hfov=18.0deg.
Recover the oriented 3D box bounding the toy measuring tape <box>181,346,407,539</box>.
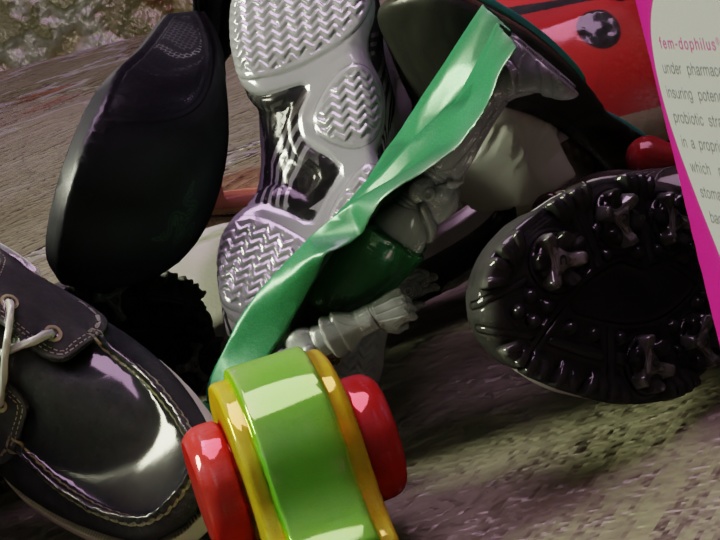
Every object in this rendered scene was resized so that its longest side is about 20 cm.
[{"bbox_3d":[-0.014,0.065,0.690,0.073,0.074,0.200,-18,11,-9],"label":"toy measuring tape"}]

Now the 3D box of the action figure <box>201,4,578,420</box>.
[{"bbox_3d":[0.000,0.000,0.815,0.200,0.055,0.118,-50,0,10],"label":"action figure"}]

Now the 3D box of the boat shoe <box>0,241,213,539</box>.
[{"bbox_3d":[-0.126,0.035,0.816,0.200,0.068,0.072,37,88,33],"label":"boat shoe"}]

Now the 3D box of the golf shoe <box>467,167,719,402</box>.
[{"bbox_3d":[0.089,0.004,0.804,0.094,0.078,0.199,-8,3,41],"label":"golf shoe"}]

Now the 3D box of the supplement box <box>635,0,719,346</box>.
[{"bbox_3d":[0.143,-0.024,0.560,0.103,0.201,0.101,-20,12,-16],"label":"supplement box"}]

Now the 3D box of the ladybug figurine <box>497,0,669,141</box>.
[{"bbox_3d":[0.078,-0.090,1.081,0.199,0.072,0.136,-9,25,30],"label":"ladybug figurine"}]

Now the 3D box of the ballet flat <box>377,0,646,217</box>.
[{"bbox_3d":[0.072,-0.050,0.927,0.068,0.069,0.200,-4,-21,36],"label":"ballet flat"}]

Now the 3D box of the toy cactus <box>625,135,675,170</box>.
[{"bbox_3d":[0.190,-0.074,0.910,0.199,0.103,0.165,-20,-20,13],"label":"toy cactus"}]

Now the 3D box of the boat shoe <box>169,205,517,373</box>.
[{"bbox_3d":[-0.020,0.003,1.015,0.199,0.074,0.060,-30,-32,2],"label":"boat shoe"}]

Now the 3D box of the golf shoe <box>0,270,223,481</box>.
[{"bbox_3d":[-0.152,0.051,0.936,0.199,0.078,0.094,-23,13,-34],"label":"golf shoe"}]

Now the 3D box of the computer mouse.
[{"bbox_3d":[-0.074,-0.059,0.937,0.052,0.139,0.200,18,33,3],"label":"computer mouse"}]

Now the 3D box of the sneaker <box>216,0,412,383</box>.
[{"bbox_3d":[-0.006,-0.027,0.929,0.075,0.201,0.115,-6,-16,17],"label":"sneaker"}]

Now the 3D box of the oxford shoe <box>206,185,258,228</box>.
[{"bbox_3d":[-0.052,-0.005,1.097,0.199,0.074,0.071,-1,-3,-37],"label":"oxford shoe"}]
